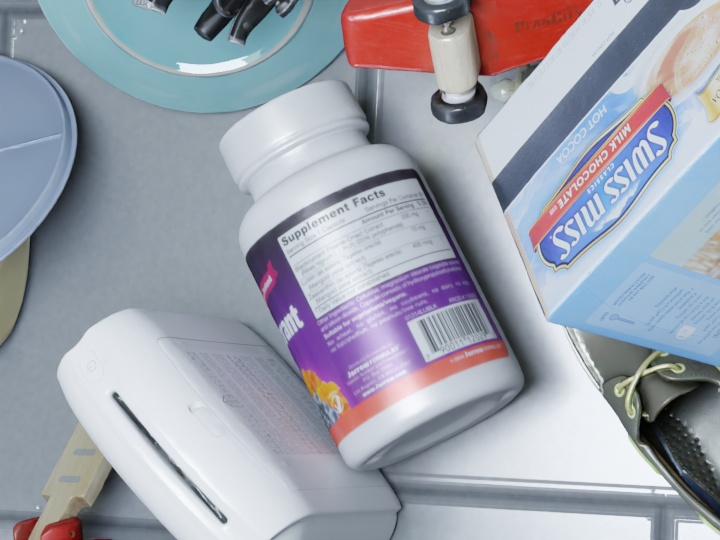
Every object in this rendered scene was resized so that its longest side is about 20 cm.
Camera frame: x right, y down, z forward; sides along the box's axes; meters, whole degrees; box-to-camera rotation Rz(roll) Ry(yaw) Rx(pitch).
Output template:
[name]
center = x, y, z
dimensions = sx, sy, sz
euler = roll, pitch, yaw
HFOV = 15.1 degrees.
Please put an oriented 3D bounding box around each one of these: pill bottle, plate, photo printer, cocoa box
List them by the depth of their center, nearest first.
[cocoa box]
center = 0.178, -0.069, 1.357
dimensions = 0.200, 0.133, 0.131
euler = -49, 43, 32
[photo printer]
center = -0.073, 0.096, 1.482
dimensions = 0.069, 0.200, 0.166
euler = -45, 75, 11
[pill bottle]
center = 0.000, 0.000, 1.509
dimensions = 0.111, 0.111, 0.200
euler = -30, 77, 15
[plate]
center = -0.092, -0.176, 1.539
dimensions = 0.200, 0.026, 0.201
euler = 1, 119, 2

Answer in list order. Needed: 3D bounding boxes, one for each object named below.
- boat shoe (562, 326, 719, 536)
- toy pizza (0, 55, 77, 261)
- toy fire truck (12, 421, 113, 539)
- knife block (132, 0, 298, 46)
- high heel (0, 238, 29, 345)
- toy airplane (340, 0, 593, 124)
[boat shoe]
center = 0.175, 0.072, 1.469
dimensions = 0.072, 0.060, 0.202
euler = -43, 74, 12
[toy pizza]
center = -0.258, -0.049, 1.607
dimensions = 0.200, 0.032, 0.200
euler = -12, 47, 13
[toy fire truck]
center = -0.121, 0.168, 1.550
dimensions = 0.176, 0.129, 0.200
euler = -4, 95, 19
[knife block]
center = -0.041, -0.214, 1.481
dimensions = 0.175, 0.200, 0.064
euler = -32, 118, 33
[high heel]
center = -0.285, 0.022, 1.634
dimensions = 0.142, 0.071, 0.200
euler = 29, 97, 23
[toy airplane]
center = 0.109, -0.161, 1.448
dimensions = 0.200, 0.199, 0.141
euler = -54, 29, 19
